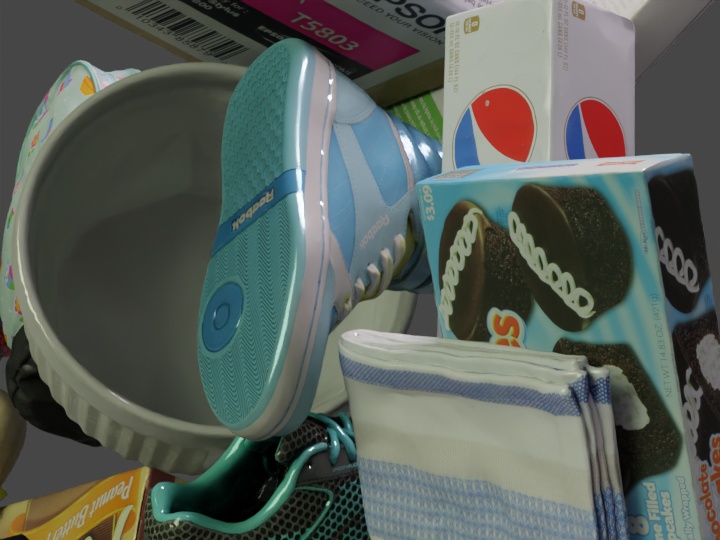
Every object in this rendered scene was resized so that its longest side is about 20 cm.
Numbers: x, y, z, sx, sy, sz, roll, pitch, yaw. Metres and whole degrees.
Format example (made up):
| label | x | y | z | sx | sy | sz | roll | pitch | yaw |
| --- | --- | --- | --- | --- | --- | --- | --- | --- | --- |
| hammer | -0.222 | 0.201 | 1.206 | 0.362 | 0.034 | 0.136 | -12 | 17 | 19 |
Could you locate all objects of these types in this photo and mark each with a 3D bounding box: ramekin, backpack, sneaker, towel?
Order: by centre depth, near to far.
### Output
| label | x | y | z | sx | sy | sz | roll | pitch | yaw |
| --- | --- | --- | --- | --- | --- | --- | --- | --- | --- |
| towel | 0.052 | 0.124 | 0.867 | 0.146 | 0.024 | 0.201 | 7 | 110 | 46 |
| sneaker | -0.012 | 0.095 | 0.949 | 0.199 | 0.092 | 0.078 | -31 | 40 | -22 |
| sneaker | 0.000 | 0.000 | 0.958 | 0.079 | 0.130 | 0.201 | -29 | 45 | 43 |
| ramekin | -0.078 | 0.007 | 1.059 | 0.105 | 0.199 | 0.201 | 120 | 158 | -62 |
| backpack | -0.135 | -0.020 | 1.205 | 0.167 | 0.126 | 0.201 | -31 | 44 | 42 |

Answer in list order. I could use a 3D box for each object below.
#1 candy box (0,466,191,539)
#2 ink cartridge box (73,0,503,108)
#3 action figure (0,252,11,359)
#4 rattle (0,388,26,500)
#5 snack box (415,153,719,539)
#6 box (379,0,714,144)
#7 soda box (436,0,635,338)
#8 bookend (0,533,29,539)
| label | x | y | z | sx | sy | sz | roll | pitch | yaw |
| --- | --- | --- | --- | --- | --- | --- | --- | --- | --- |
| candy box | -0.166 | 0.186 | 1.178 | 0.199 | 0.055 | 0.116 | -19 | 54 | 45 |
| ink cartridge box | -0.034 | -0.155 | 1.037 | 0.164 | 0.199 | 0.076 | -16 | 58 | 48 |
| action figure | -0.215 | 0.021 | 1.282 | 0.066 | 0.052 | 0.200 | -52 | 8 | 22 |
| rattle | -0.283 | 0.080 | 1.275 | 0.130 | 0.142 | 0.200 | -50 | 24 | 24 |
| snack box | 0.091 | 0.056 | 0.848 | 0.116 | 0.037 | 0.201 | -1 | 103 | 44 |
| box | 0.084 | -0.119 | 1.067 | 0.200 | 0.036 | 0.145 | -46 | 39 | 22 |
| soda box | 0.080 | -0.020 | 0.955 | 0.068 | 0.063 | 0.201 | -11 | 72 | 43 |
| bookend | -0.138 | 0.255 | 0.895 | 0.200 | 0.092 | 0.200 | 33 | 116 | 33 |
